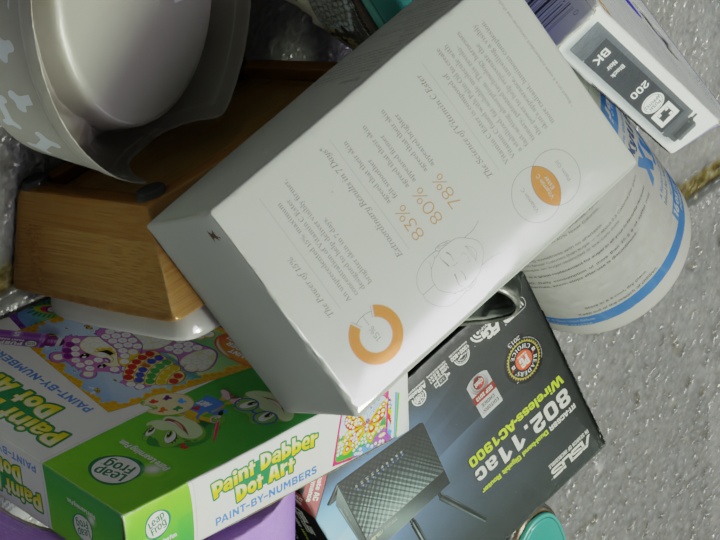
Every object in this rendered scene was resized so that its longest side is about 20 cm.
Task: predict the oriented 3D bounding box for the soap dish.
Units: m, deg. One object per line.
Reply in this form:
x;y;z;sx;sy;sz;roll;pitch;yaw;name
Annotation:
-0.077;-0.045;1.312;0.200;0.157;0.082;-34;115;-31;soap dish

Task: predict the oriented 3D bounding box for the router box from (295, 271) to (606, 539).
0.042;0.107;1.478;0.200;0.062;0.150;-41;126;-18;router box

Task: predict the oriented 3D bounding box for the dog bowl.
-0.129;-0.145;1.223;0.200;0.058;0.201;-18;110;-60;dog bowl

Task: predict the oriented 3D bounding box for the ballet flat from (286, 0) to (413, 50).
-0.028;-0.186;1.299;0.072;0.072;0.201;-24;92;-37;ballet flat

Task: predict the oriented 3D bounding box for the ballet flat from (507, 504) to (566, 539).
0.112;0.236;1.722;0.073;0.073;0.201;-36;132;-29;ballet flat

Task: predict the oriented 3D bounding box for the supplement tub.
0.115;-0.058;1.520;0.132;0.132;0.200;-55;140;-10;supplement tub

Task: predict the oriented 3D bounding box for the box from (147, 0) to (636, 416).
0.016;-0.038;1.206;0.200;0.097;0.125;-41;103;-20;box

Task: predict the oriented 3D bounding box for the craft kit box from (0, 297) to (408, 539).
-0.112;0.069;1.291;0.197;0.200;0.049;-28;129;-36;craft kit box

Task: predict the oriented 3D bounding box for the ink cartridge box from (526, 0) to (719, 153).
0.131;-0.161;1.437;0.043;0.198;0.200;-41;140;14;ink cartridge box

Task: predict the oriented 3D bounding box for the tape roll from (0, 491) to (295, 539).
-0.134;0.131;1.298;0.200;0.200;0.066;-23;127;-38;tape roll

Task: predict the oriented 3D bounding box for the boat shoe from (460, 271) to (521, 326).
0.000;0.000;1.406;0.199;0.071;0.072;-4;137;-7;boat shoe
